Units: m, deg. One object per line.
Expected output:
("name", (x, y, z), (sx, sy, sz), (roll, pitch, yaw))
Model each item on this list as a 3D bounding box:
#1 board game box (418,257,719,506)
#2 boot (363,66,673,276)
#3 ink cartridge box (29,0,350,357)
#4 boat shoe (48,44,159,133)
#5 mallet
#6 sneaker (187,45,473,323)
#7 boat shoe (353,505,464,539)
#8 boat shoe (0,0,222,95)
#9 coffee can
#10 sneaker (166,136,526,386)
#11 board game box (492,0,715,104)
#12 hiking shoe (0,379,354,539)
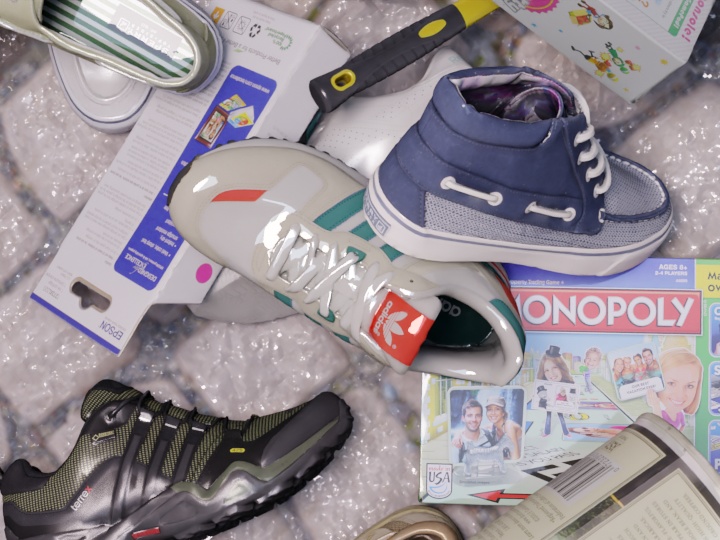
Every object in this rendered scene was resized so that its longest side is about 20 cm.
("board game box", (0.131, 0.060, 1.028), (0.197, 0.029, 0.136), (1, 87, 2))
("boot", (0.101, -0.052, 0.958), (0.091, 0.198, 0.073), (-55, 52, 37))
("ink cartridge box", (-0.092, -0.050, 1.011), (0.094, 0.037, 0.201), (26, 81, 46))
("boat shoe", (-0.143, -0.178, 1.036), (0.073, 0.065, 0.203), (-5, 86, 1))
("mallet", (0.053, -0.147, 1.012), (0.198, 0.041, 0.066), (-24, 82, -20))
("sneaker", (-0.015, -0.047, 1.029), (0.199, 0.075, 0.089), (-30, 66, 2))
("boat shoe", (-0.029, 0.197, 1.005), (0.200, 0.065, 0.071), (-43, 85, 0))
("boat shoe", (-0.160, -0.152, 0.975), (0.198, 0.062, 0.073), (24, 95, -4))
("coffee can", (0.100, 0.185, 0.925), (0.199, 0.146, 0.147), (-34, 85, -6))
("sneaker", (0.000, 0.001, 0.942), (0.198, 0.094, 0.071), (25, 107, -22))
("board game box", (0.103, -0.206, 0.982), (0.199, 0.064, 0.148), (35, 64, -9))
("hiking shoe", (-0.103, 0.096, 1.010), (0.198, 0.076, 0.101), (-24, 81, -6))
